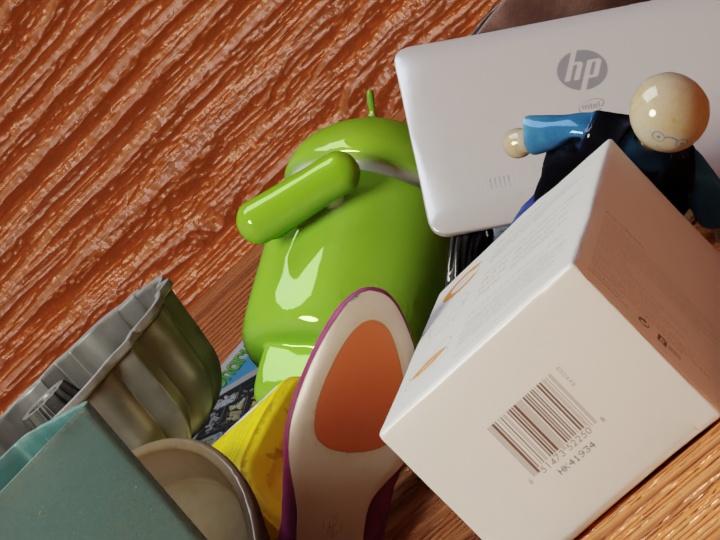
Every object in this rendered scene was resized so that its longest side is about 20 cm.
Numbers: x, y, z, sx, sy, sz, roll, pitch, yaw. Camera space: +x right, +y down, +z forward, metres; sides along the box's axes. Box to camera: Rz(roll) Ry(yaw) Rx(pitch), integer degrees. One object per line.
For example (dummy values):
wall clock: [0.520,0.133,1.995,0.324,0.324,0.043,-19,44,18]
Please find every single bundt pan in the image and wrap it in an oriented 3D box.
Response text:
bundt pan: [-0.156,0.100,1.690,0.202,0.076,0.202,-43,8,8]

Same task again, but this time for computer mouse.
computer mouse: [0.066,0.057,1.661,0.200,0.046,0.141,75,-154,-74]

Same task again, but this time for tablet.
tablet: [0.125,-0.089,1.608,0.199,0.130,0.014,-11,-34,-1]

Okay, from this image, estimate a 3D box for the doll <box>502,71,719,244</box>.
doll: [0.132,-0.034,1.516,0.200,0.136,0.049,115,173,-51]

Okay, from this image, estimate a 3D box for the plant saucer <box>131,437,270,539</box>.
plant saucer: [-0.108,0.184,1.504,0.200,0.029,0.201,-28,50,40]

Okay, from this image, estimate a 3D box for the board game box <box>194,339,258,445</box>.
board game box: [-0.043,0.100,1.801,0.200,0.126,0.035,-50,-33,-41]

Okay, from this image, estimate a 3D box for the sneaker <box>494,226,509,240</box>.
sneaker: [0.100,-0.013,1.799,0.200,0.074,0.085,-46,7,-10]

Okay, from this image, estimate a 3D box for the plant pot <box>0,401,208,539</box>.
plant pot: [-0.114,0.185,1.318,0.141,0.200,0.141,-48,7,-20]

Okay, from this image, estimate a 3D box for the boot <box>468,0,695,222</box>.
boot: [0.173,-0.131,1.666,0.200,0.166,0.072,-45,6,-2]

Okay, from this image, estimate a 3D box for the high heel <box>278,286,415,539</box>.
high heel: [-0.013,0.098,1.469,0.096,0.067,0.201,-116,37,-76]

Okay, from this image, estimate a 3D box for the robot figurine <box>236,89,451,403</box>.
robot figurine: [0.000,0.000,1.708,0.115,0.176,0.201,2,63,26]

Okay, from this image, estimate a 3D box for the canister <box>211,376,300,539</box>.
canister: [-0.088,0.161,1.619,0.200,0.087,0.149,-42,9,29]

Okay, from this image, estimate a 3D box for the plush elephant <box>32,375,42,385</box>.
plush elephant: [-0.157,0.192,1.824,0.165,0.200,0.155,-46,29,-1]

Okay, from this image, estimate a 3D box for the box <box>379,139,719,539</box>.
box: [0.098,0.037,1.385,0.124,0.097,0.200,-43,7,20]
